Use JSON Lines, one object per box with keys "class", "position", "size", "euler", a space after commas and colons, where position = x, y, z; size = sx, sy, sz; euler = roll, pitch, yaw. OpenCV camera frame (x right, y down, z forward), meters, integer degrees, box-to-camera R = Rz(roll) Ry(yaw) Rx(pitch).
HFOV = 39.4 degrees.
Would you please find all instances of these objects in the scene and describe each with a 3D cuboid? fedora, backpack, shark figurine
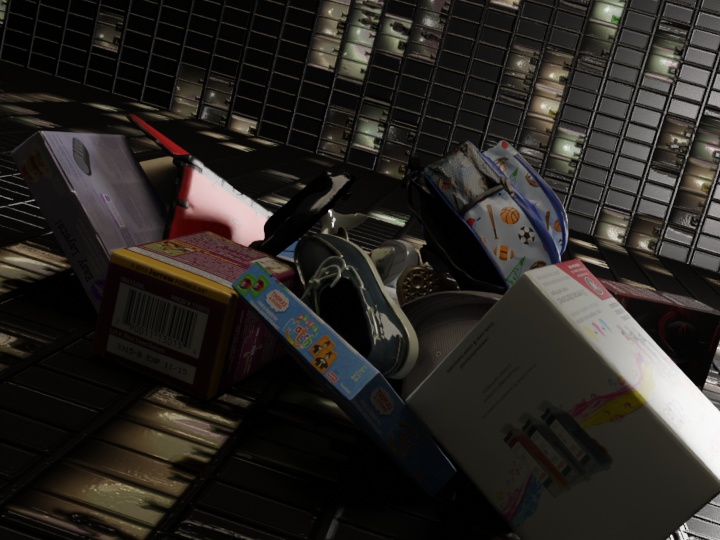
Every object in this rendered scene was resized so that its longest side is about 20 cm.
{"class": "fedora", "position": [0.105, 0.109, 0.944], "size": [0.197, 0.179, 0.091], "euler": [-4, 37, 29]}
{"class": "backpack", "position": [0.152, -0.035, 1.151], "size": [0.192, 0.152, 0.201], "euler": [60, -3, 29]}
{"class": "shark figurine", "position": [-0.012, 0.005, 1.096], "size": [0.089, 0.129, 0.215], "euler": [31, 10, -23]}

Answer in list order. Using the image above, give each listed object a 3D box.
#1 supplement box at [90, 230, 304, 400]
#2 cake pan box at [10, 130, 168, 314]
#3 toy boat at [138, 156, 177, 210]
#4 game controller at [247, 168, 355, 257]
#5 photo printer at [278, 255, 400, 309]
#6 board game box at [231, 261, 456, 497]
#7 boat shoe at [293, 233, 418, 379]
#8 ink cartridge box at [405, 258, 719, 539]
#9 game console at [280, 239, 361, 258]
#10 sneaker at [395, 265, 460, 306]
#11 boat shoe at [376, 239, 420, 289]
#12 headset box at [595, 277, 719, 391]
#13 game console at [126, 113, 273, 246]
{"class": "supplement box", "position": [-0.151, 0.036, 0.983], "size": [0.129, 0.105, 0.200], "euler": [18, 13, 16]}
{"class": "cake pan box", "position": [-0.267, -0.054, 1.090], "size": [0.202, 0.052, 0.184], "euler": [60, 17, 1]}
{"class": "toy boat", "position": [-0.276, -0.063, 1.281], "size": [0.130, 0.133, 0.199], "euler": [-23, -2, 40]}
{"class": "game controller", "position": [-0.075, -0.048, 1.106], "size": [0.042, 0.105, 0.199], "euler": [38, -29, -11]}
{"class": "photo printer", "position": [-0.027, 0.049, 1.168], "size": [0.196, 0.071, 0.167], "euler": [16, 13, -1]}
{"class": "board game box", "position": [-0.016, 0.089, 0.848], "size": [0.200, 0.037, 0.152], "euler": [39, -11, 48]}
{"class": "boat shoe", "position": [-0.019, 0.028, 0.957], "size": [0.061, 0.075, 0.201], "euler": [14, 32, -42]}
{"class": "ink cartridge box", "position": [0.167, 0.116, 0.763], "size": [0.201, 0.145, 0.145], "euler": [49, 23, 16]}
{"class": "game console", "position": [-0.108, -0.020, 1.375], "size": [0.196, 0.032, 0.177], "euler": [3, 7, 18]}
{"class": "sneaker", "position": [0.102, 0.071, 1.148], "size": [0.200, 0.071, 0.075], "euler": [44, -13, -18]}
{"class": "boat shoe", "position": [0.041, 0.009, 1.314], "size": [0.066, 0.075, 0.199], "euler": [21, -14, -19]}
{"class": "headset box", "position": [0.326, 0.098, 1.214], "size": [0.197, 0.151, 0.075], "euler": [11, 12, -25]}
{"class": "game console", "position": [-0.199, -0.070, 1.202], "size": [0.117, 0.176, 0.200], "euler": [3, -15, 27]}
